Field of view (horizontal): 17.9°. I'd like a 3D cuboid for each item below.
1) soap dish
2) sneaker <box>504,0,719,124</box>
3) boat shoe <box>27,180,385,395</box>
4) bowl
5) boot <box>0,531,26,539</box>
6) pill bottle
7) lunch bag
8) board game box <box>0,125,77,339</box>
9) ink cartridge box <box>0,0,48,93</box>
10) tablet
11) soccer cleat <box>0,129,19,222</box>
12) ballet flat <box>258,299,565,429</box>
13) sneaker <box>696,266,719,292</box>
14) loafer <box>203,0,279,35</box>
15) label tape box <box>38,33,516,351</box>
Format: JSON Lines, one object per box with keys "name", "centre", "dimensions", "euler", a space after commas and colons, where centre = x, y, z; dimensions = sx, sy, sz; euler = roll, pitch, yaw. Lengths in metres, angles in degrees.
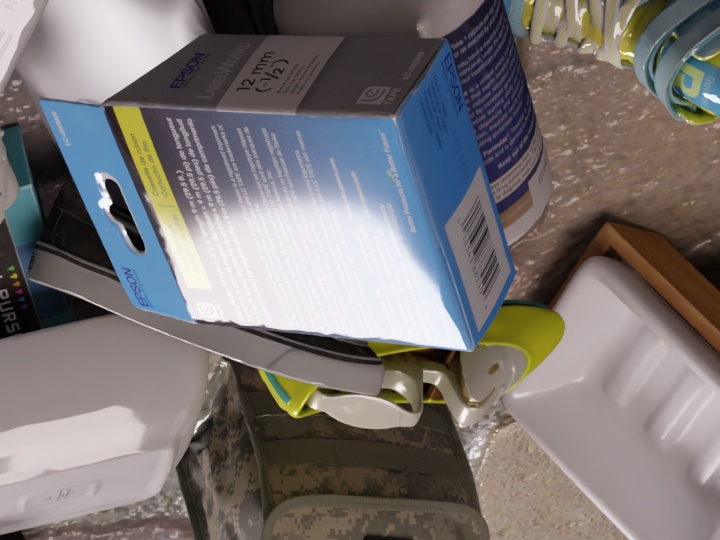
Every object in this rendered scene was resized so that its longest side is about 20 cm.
{"name": "soap dish", "centre": [0.195, 0.085, 1.422], "dimensions": [0.081, 0.200, 0.158], "euler": [-24, 152, -45]}
{"name": "sneaker", "centre": [0.129, -0.130, 1.179], "dimensions": [0.198, 0.131, 0.080], "euler": [-9, 141, -10]}
{"name": "boat shoe", "centre": [-0.074, 0.010, 1.207], "dimensions": [0.199, 0.071, 0.064], "euler": [22, 89, -9]}
{"name": "bowl", "centre": [-0.180, 0.096, 1.305], "dimensions": [0.198, 0.075, 0.200], "euler": [-12, 165, -15]}
{"name": "boot", "centre": [-0.288, 0.223, 1.405], "dimensions": [0.174, 0.069, 0.200], "euler": [-35, 173, 9]}
{"name": "pill bottle", "centre": [0.021, -0.108, 1.129], "dimensions": [0.110, 0.111, 0.201], "euler": [-20, 126, 0]}
{"name": "lunch bag", "centre": [-0.012, 0.162, 1.408], "dimensions": [0.163, 0.201, 0.118], "euler": [7, 135, -28]}
{"name": "board game box", "centre": [-0.264, 0.012, 1.247], "dimensions": [0.198, 0.047, 0.151], "euler": [-15, 141, -5]}
{"name": "ink cartridge box", "centre": [-0.211, -0.195, 1.006], "dimensions": [0.199, 0.044, 0.174], "euler": [24, 100, -29]}
{"name": "tablet", "centre": [-0.115, -0.082, 1.174], "dimensions": [0.129, 0.014, 0.201], "euler": [9, 147, 22]}
{"name": "soccer cleat", "centre": [-0.203, -0.068, 1.137], "dimensions": [0.077, 0.069, 0.201], "euler": [9, 117, -19]}
{"name": "ballet flat", "centre": [0.036, 0.059, 1.305], "dimensions": [0.199, 0.067, 0.067], "euler": [0, 136, -26]}
{"name": "sneaker", "centre": [0.269, 0.062, 1.514], "dimensions": [0.090, 0.076, 0.201], "euler": [-22, 144, -7]}
{"name": "loafer", "centre": [-0.067, -0.129, 1.161], "dimensions": [0.062, 0.072, 0.201], "euler": [4, 136, 9]}
{"name": "label tape box", "centre": [-0.038, -0.040, 1.099], "dimensions": [0.199, 0.066, 0.144], "euler": [6, 134, 30]}
